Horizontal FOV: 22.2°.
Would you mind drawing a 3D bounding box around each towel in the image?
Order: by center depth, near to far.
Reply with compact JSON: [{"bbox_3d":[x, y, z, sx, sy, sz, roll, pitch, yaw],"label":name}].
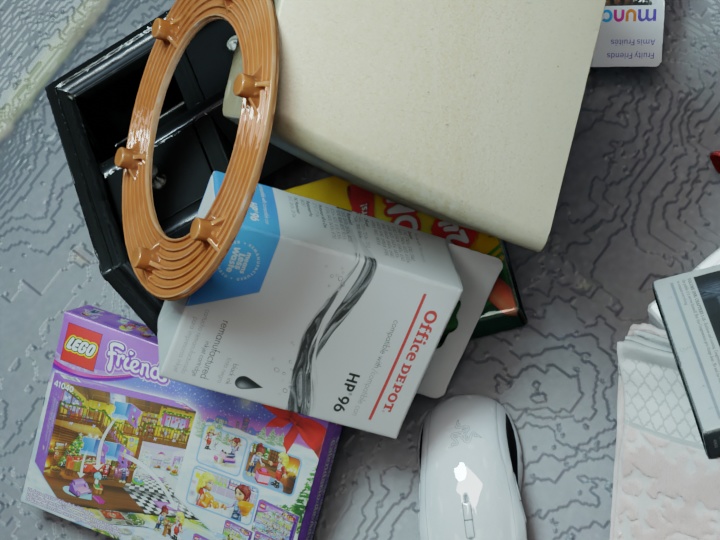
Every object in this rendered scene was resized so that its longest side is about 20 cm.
[{"bbox_3d":[0.233,0.141,1.081,0.199,0.032,0.193,13,113,41],"label":"towel"}]

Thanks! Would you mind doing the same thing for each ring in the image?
[{"bbox_3d":[-0.101,-0.083,1.062,0.019,0.200,0.202,12,74,-29],"label":"ring"}]

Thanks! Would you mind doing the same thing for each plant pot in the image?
[{"bbox_3d":[0.023,-0.137,1.087,0.176,0.200,0.202,13,93,-13],"label":"plant pot"}]

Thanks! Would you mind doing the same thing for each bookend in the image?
[{"bbox_3d":[-0.087,-0.085,1.211,0.198,0.092,0.201,-30,46,7],"label":"bookend"}]

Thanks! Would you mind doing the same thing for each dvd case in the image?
[{"bbox_3d":[0.276,0.031,1.033,0.198,0.025,0.151,-15,32,6],"label":"dvd case"}]

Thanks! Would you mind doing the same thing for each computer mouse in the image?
[{"bbox_3d":[0.071,0.176,1.181,0.109,0.044,0.202,-9,74,10],"label":"computer mouse"}]

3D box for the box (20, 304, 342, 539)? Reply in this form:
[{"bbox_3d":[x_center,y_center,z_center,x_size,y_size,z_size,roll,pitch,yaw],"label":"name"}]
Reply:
[{"bbox_3d":[-0.118,0.119,1.213,0.199,0.039,0.138,19,102,16],"label":"box"}]

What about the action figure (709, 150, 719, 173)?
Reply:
[{"bbox_3d":[0.298,-0.157,1.197,0.065,0.099,0.201,25,79,16],"label":"action figure"}]

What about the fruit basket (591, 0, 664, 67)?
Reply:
[{"bbox_3d":[0.119,-0.240,1.251,0.184,0.094,0.202,3,85,23],"label":"fruit basket"}]

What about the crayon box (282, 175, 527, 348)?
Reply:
[{"bbox_3d":[0.000,0.000,1.238,0.199,0.051,0.128,-17,73,7],"label":"crayon box"}]

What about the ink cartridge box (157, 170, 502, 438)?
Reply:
[{"bbox_3d":[-0.014,0.028,1.136,0.199,0.068,0.117,15,116,-16],"label":"ink cartridge box"}]

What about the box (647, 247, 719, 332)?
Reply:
[{"bbox_3d":[0.284,0.074,1.133,0.112,0.101,0.200,-38,72,0],"label":"box"}]
